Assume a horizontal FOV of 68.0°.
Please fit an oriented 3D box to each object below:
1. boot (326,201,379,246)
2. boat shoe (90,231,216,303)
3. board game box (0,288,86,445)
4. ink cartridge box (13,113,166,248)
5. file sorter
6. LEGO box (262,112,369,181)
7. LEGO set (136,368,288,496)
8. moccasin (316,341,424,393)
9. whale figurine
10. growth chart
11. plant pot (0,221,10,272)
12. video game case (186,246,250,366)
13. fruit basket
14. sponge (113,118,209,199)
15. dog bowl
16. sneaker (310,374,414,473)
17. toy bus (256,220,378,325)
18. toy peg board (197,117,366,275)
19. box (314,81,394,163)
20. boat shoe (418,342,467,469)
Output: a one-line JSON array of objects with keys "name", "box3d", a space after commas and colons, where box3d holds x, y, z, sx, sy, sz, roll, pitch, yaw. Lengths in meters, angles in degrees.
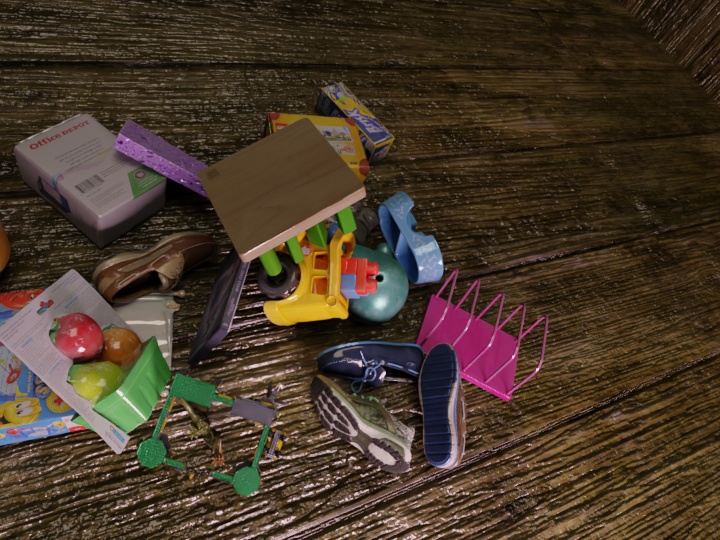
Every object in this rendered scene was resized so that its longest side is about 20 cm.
[{"name": "boot", "box3d": [-0.063, -0.114, 1.069, 0.198, 0.068, 0.132, 33, 46, -7]}, {"name": "boat shoe", "box3d": [-0.323, 0.001, 0.864, 0.198, 0.076, 0.074, -24, 60, -30]}, {"name": "board game box", "box3d": [-0.476, 0.128, 0.720, 0.192, 0.056, 0.203, -7, 59, -20]}, {"name": "ink cartridge box", "box3d": [-0.459, -0.159, 0.920, 0.199, 0.088, 0.145, 39, 50, 6]}, {"name": "file sorter", "box3d": [0.222, 0.109, 0.971, 0.198, 0.126, 0.140, 27, 48, -1]}, {"name": "LEGO box", "box3d": [-0.096, -0.250, 1.134, 0.196, 0.078, 0.151, -2, 57, -23]}, {"name": "LEGO set", "box3d": [-0.206, 0.222, 0.760, 0.196, 0.116, 0.157, 12, 82, -9]}, {"name": "moccasin", "box3d": [0.026, 0.160, 0.892, 0.196, 0.081, 0.069, 0, 60, -20]}, {"name": "whale figurine", "box3d": [0.000, 0.000, 0.958, 0.159, 0.104, 0.200, -41, 84, -16]}, {"name": "growth chart", "box3d": [-0.352, 0.109, 0.817, 0.142, 0.018, 0.203, 7, 54, -17]}, {"name": "plant pot", "box3d": [-0.604, -0.081, 0.711, 0.196, 0.185, 0.202, 6, 39, -5]}, {"name": "video game case", "box3d": [-0.214, 0.036, 0.844, 0.019, 0.143, 0.202, 27, 49, -22]}, {"name": "fruit basket", "box3d": [-0.349, 0.113, 0.694, 0.200, 0.093, 0.186, 48, 14, -19]}, {"name": "sponge", "box3d": [-0.336, -0.195, 0.962, 0.198, 0.030, 0.112, 29, 16, -25]}, {"name": "dog bowl", "box3d": [0.094, -0.062, 1.061, 0.049, 0.112, 0.202, -19, 65, -16]}, {"name": "sneaker", "box3d": [0.006, 0.230, 0.851, 0.199, 0.077, 0.089, 40, 38, 3]}, {"name": "toy bus", "box3d": [-0.062, -0.016, 0.883, 0.188, 0.136, 0.204, -2, 73, 11]}, {"name": "toy peg board", "box3d": [-0.115, -0.104, 0.817, 0.198, 0.098, 0.200, -29, 53, -10]}, {"name": "box", "box3d": [-0.015, -0.343, 1.241, 0.070, 0.065, 0.201, -30, 71, -35]}, {"name": "boat shoe", "box3d": [0.141, 0.226, 0.895, 0.072, 0.071, 0.203, 37, 53, -47]}]
